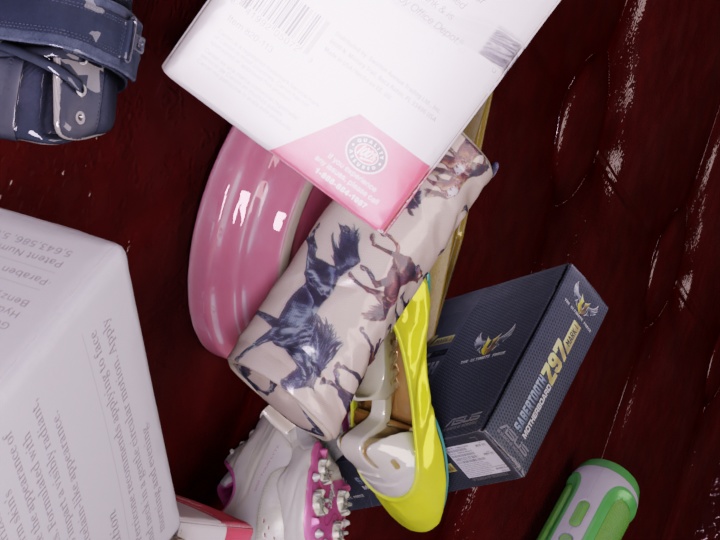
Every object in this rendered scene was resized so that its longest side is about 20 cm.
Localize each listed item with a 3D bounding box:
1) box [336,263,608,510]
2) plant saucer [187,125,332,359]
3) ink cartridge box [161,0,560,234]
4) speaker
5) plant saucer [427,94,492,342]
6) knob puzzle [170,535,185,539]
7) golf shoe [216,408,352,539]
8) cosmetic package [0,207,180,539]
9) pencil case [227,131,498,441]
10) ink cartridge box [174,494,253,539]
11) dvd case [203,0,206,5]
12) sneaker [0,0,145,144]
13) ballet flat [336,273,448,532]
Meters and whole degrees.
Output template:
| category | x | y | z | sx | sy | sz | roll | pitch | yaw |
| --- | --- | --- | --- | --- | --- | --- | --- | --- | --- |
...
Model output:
| category | x | y | z | sx | sy | sz | roll | pitch | yaw |
| --- | --- | --- | --- | --- | --- | --- | --- | --- | --- |
| box | 0.061 | 0.084 | 1.275 | 0.051 | 0.199 | 0.158 | 49 | 52 | -21 |
| plant saucer | -0.034 | -0.035 | 1.131 | 0.201 | 0.051 | 0.201 | -53 | 155 | -38 |
| ink cartridge box | 0.014 | -0.145 | 0.955 | 0.200 | 0.146 | 0.083 | -52 | -172 | 10 |
| speaker | 0.228 | 0.295 | 1.956 | 0.200 | 0.088 | 0.089 | -54 | 151 | -39 |
| plant saucer | 0.049 | -0.052 | 1.242 | 0.200 | 0.048 | 0.201 | -70 | 172 | -58 |
| knob puzzle | -0.126 | 0.228 | 0.923 | 0.220 | 0.030 | 0.221 | -47 | 148 | -43 |
| golf shoe | -0.050 | 0.111 | 1.200 | 0.200 | 0.091 | 0.076 | -79 | 149 | -54 |
| cosmetic package | -0.195 | 0.091 | 0.702 | 0.200 | 0.164 | 0.166 | -53 | 150 | -41 |
| pencil case | 0.000 | 0.000 | 1.057 | 0.201 | 0.078 | 0.089 | -58 | 164 | -11 |
| ink cartridge box | -0.151 | 0.188 | 0.981 | 0.147 | 0.084 | 0.200 | -71 | 159 | -3 |
| dvd case | -0.027 | -0.206 | 1.086 | 0.200 | 0.017 | 0.144 | -3 | 108 | -67 |
| sneaker | -0.145 | -0.134 | 0.779 | 0.202 | 0.076 | 0.147 | 39 | 67 | -67 |
| ballet flat | 0.012 | 0.082 | 1.156 | 0.067 | 0.067 | 0.201 | -28 | 121 | -48 |
